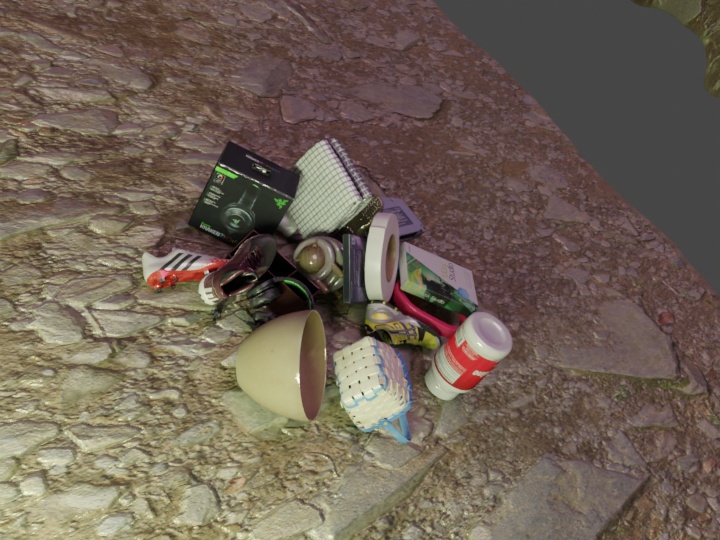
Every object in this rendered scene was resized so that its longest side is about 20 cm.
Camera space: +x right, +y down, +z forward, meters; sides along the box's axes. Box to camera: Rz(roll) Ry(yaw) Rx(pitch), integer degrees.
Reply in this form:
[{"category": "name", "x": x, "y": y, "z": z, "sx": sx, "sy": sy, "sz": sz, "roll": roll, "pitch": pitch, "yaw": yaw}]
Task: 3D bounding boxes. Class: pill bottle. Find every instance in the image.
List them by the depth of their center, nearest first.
[{"category": "pill bottle", "x": 0.223, "y": 0.188, "z": 1.633, "sx": 0.112, "sy": 0.200, "sz": 0.112, "roll": 21, "pitch": 41, "yaw": -19}]

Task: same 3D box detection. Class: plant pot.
[{"category": "plant pot", "x": -0.149, "y": 0.173, "z": 1.399, "sx": 0.134, "sy": 0.200, "sz": 0.200, "roll": -1, "pitch": 39, "yaw": 11}]

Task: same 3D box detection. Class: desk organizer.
[{"category": "desk organizer", "x": -0.186, "y": 0.013, "z": 1.600, "sx": 0.200, "sy": 0.077, "sz": 0.072, "roll": 41, "pitch": 38, "yaw": 6}]

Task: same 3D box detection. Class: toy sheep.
[{"category": "toy sheep", "x": -0.079, "y": -0.009, "z": 1.666, "sx": 0.138, "sy": 0.138, "sz": 0.200, "roll": 51, "pitch": 4, "yaw": 18}]

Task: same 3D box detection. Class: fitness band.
[{"category": "fitness band", "x": 0.165, "y": 0.084, "z": 1.792, "sx": 0.200, "sy": 0.037, "sz": 0.144, "roll": 28, "pitch": 36, "yaw": -11}]

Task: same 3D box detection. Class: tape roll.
[{"category": "tape roll", "x": 0.050, "y": -0.029, "z": 1.702, "sx": 0.037, "sy": 0.203, "sz": 0.203, "roll": 6, "pitch": 36, "yaw": 13}]

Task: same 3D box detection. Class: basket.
[{"category": "basket", "x": 0.035, "y": 0.231, "z": 1.511, "sx": 0.200, "sy": 0.139, "sz": 0.176, "roll": 42, "pitch": 24, "yaw": -42}]

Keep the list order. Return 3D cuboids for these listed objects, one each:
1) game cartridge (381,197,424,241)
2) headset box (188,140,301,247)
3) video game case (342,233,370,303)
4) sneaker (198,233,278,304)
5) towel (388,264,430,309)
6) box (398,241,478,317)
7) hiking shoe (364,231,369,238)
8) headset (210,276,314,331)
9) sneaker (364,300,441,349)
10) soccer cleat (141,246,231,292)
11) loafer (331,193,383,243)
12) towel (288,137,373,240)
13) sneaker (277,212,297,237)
[{"category": "game cartridge", "x": 0.064, "y": -0.129, "z": 1.978, "sx": 0.200, "sy": 0.042, "sz": 0.133, "roll": -16, "pitch": 57, "yaw": -46}, {"category": "headset box", "x": -0.243, "y": -0.154, "z": 1.630, "sx": 0.174, "sy": 0.200, "sz": 0.093, "roll": 26, "pitch": 38, "yaw": -14}, {"category": "video game case", "x": 0.000, "y": 0.000, "z": 1.667, "sx": 0.200, "sy": 0.019, "sz": 0.143, "roll": 8, "pitch": 81, "yaw": -72}, {"category": "sneaker", "x": -0.211, "y": -0.002, "z": 1.483, "sx": 0.200, "sy": 0.115, "sz": 0.076, "roll": -45, "pitch": 113, "yaw": -30}, {"category": "towel", "x": 0.102, "y": 0.038, "z": 1.844, "sx": 0.147, "sy": 0.022, "sz": 0.200, "roll": 44, "pitch": 38, "yaw": 10}, {"category": "box", "x": 0.183, "y": 0.022, "z": 1.815, "sx": 0.200, "sy": 0.036, "sz": 0.144, "roll": 21, "pitch": 38, "yaw": -19}, {"category": "hiking shoe", "x": -0.013, "y": -0.101, "z": 1.855, "sx": 0.200, "sy": 0.076, "sz": 0.101, "roll": 35, "pitch": 41, "yaw": -1}, {"category": "headset", "x": -0.189, "y": 0.076, "z": 1.499, "sx": 0.200, "sy": 0.094, "sz": 0.124, "roll": -6, "pitch": 82, "yaw": -6}, {"category": "sneaker", "x": 0.089, "y": 0.137, "z": 1.706, "sx": 0.200, "sy": 0.075, "sz": 0.076, "roll": 27, "pitch": 72, "yaw": -20}, {"category": "soccer cleat", "x": -0.337, "y": -0.011, "z": 1.519, "sx": 0.200, "sy": 0.069, "sz": 0.085, "roll": -10, "pitch": 61, "yaw": -38}, {"category": "loafer", "x": -0.019, "y": -0.094, "z": 1.767, "sx": 0.076, "sy": 0.200, "sz": 0.067, "roll": 54, "pitch": 14, "yaw": 11}, {"category": "towel", "x": -0.078, "y": -0.171, "z": 1.685, "sx": 0.086, "sy": 0.200, "sz": 0.166, "roll": -22, "pitch": 77, "yaw": -47}, {"category": "sneaker", "x": -0.176, "y": -0.169, "z": 1.793, "sx": 0.080, "sy": 0.070, "sz": 0.200, "roll": 34, "pitch": 35, "yaw": -27}]
